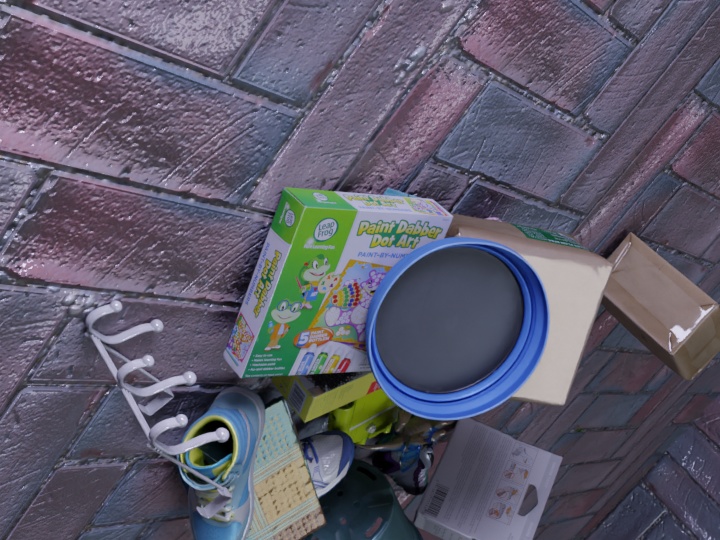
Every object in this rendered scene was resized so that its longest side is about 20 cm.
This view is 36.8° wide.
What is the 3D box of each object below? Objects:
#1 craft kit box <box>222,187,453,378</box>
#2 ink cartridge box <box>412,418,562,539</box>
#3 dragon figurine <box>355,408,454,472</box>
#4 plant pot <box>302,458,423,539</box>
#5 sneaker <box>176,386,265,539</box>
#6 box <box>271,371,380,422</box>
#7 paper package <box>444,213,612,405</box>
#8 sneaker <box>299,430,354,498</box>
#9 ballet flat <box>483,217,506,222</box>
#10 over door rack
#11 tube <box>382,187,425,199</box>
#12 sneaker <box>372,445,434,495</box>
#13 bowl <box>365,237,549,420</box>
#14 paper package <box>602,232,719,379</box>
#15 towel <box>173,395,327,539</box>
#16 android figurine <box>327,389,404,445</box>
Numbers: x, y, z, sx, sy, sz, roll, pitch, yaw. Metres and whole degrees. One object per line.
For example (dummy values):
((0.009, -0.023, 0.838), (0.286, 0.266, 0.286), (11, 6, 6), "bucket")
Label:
((-0.021, 0.015, 1.107), (0.200, 0.049, 0.198), (0, 118, -41), "craft kit box")
((0.199, 0.341, 1.680), (0.045, 0.176, 0.200), (98, 18, -49), "ink cartridge box")
((0.061, 0.229, 1.456), (0.200, 0.059, 0.100), (-29, 157, -45), "dragon figurine")
((-0.012, 0.379, 1.540), (0.200, 0.200, 0.196), (-34, 143, -16), "plant pot")
((-0.160, 0.231, 1.158), (0.131, 0.079, 0.201), (-30, 127, -78), "sneaker")
((-0.003, 0.108, 1.286), (0.200, 0.075, 0.050), (-20, 145, -38), "box")
((0.154, 0.043, 1.228), (0.199, 0.103, 0.191), (10, 108, -20), "paper package")
((-0.098, 0.248, 1.339), (0.200, 0.075, 0.088), (-26, 144, -13), "sneaker")
((0.104, 0.013, 1.313), (0.200, 0.069, 0.071), (-43, 171, -1), "ballet flat")
((-0.177, 0.127, 1.015), (0.066, 0.148, 0.200), (-31, 150, -10), "over door rack")
((0.000, 0.000, 1.174), (0.077, 0.050, 0.200), (5, 123, -57), "tube")
((0.058, 0.290, 1.648), (0.087, 0.075, 0.200), (-4, 149, -5), "sneaker")
((0.099, 0.059, 1.129), (0.200, 0.039, 0.201), (-6, 111, -15), "bowl")
((0.464, 0.059, 1.690), (0.103, 0.191, 0.200), (-47, 152, 3), "paper package")
((-0.127, 0.259, 1.286), (0.146, 0.022, 0.200), (-26, 120, -18), "towel")
((0.030, 0.163, 1.440), (0.182, 0.041, 0.200), (-23, 145, -32), "android figurine")
